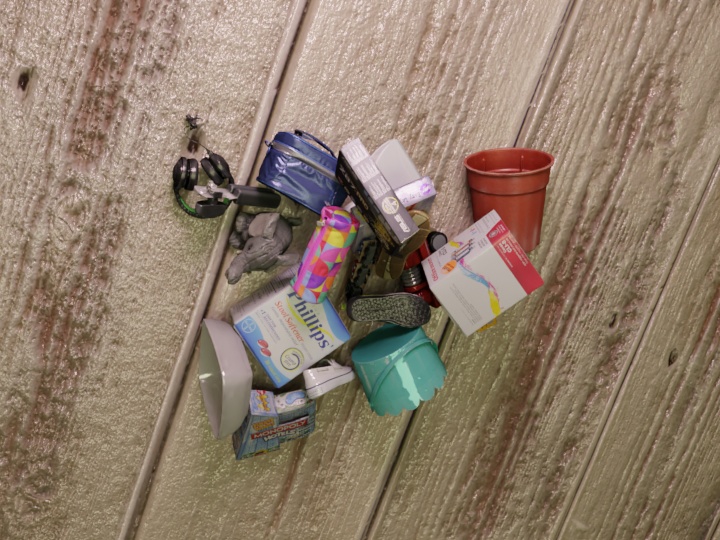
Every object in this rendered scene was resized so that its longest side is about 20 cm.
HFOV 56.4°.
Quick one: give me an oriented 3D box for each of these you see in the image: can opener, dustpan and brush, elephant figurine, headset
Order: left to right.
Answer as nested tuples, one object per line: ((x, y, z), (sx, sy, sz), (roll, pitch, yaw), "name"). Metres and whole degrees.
((-0.325, -0.208, 1.362), (0.121, 0.094, 0.203), (-14, 123, -17), "headset")
((-0.252, -0.143, 1.359), (0.198, 0.052, 0.068), (-5, 121, -45), "can opener")
((-0.191, -0.045, 1.361), (0.140, 0.200, 0.157), (23, 97, -20), "elephant figurine")
((0.032, -0.177, 1.482), (0.199, 0.057, 0.140), (-41, 111, -11), "dustpan and brush")

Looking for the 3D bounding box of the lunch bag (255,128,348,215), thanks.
((-0.114, -0.206, 1.377), (0.198, 0.136, 0.134), (28, 91, -23), "lunch bag")

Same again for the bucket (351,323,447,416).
((0.084, 0.213, 1.517), (0.205, 0.207, 0.136), (-30, 106, -7), "bucket")

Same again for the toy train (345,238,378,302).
((0.000, 0.000, 1.469), (0.034, 0.046, 0.202), (-8, 142, -25), "toy train")

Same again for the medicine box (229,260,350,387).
((-0.153, 0.116, 1.467), (0.198, 0.103, 0.184), (-33, 111, -5), "medicine box")

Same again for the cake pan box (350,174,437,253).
((0.060, -0.115, 1.434), (0.181, 0.200, 0.053), (-22, 78, -11), "cake pan box")

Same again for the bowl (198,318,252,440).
((-0.278, 0.220, 1.391), (0.073, 0.201, 0.202), (-5, 129, -23), "bowl")

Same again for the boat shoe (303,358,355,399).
((-0.066, 0.227, 1.492), (0.072, 0.200, 0.068), (-22, 86, 17), "boat shoe")

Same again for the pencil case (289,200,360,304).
((-0.074, -0.033, 1.330), (0.087, 0.089, 0.203), (15, 115, -19), "pencil case")

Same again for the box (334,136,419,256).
((0.027, -0.131, 1.250), (0.049, 0.161, 0.202), (-33, 87, -10), "box")

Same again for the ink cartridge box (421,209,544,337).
((0.250, 0.005, 1.406), (0.199, 0.146, 0.145), (-36, 110, 12), "ink cartridge box")

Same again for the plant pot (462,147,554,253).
((0.330, -0.152, 1.509), (0.197, 0.201, 0.199), (-11, 115, -14), "plant pot")

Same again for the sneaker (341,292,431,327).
((0.057, 0.081, 1.487), (0.196, 0.083, 0.073), (6, 91, -8), "sneaker")

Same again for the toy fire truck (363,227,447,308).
((0.102, 0.014, 1.523), (0.198, 0.128, 0.179), (-27, 110, -19), "toy fire truck")

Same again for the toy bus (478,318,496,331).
((0.260, 0.043, 1.594), (0.077, 0.065, 0.203), (-22, 109, -11), "toy bus")

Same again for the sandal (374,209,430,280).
((0.084, -0.060, 1.419), (0.079, 0.055, 0.201), (21, 134, -6), "sandal")

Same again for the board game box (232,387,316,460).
((-0.189, 0.325, 1.477), (0.196, 0.062, 0.202), (-12, 143, -14), "board game box")
